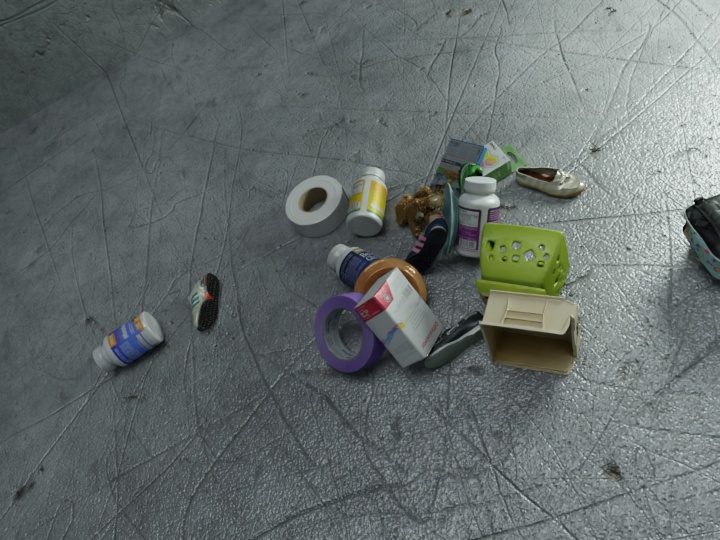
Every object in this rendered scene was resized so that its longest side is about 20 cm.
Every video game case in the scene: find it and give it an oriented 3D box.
[{"bbox_3d":[0.279,-0.284,1.763,0.143,0.018,0.202,29,97,47],"label":"video game case"}]

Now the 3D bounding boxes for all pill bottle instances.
[{"bbox_3d":[0.023,-0.216,1.835,0.112,0.113,0.202,-4,57,20],"label":"pill bottle"},{"bbox_3d":[-0.727,0.227,1.859,0.199,0.112,0.112,-33,51,-2],"label":"pill bottle"},{"bbox_3d":[0.314,-0.144,1.594,0.111,0.202,0.112,1,20,0],"label":"pill bottle"},{"bbox_3d":[0.000,0.000,1.699,0.199,0.111,0.111,30,73,35],"label":"pill bottle"}]

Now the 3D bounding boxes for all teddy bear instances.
[{"bbox_3d":[0.182,-0.173,1.736,0.199,0.066,0.147,-24,77,57],"label":"teddy bear"}]

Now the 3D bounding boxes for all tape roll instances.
[{"bbox_3d":[-0.140,-0.209,1.928,0.200,0.071,0.204,-12,53,16],"label":"tape roll"},{"bbox_3d":[-0.028,0.161,1.560,0.198,0.065,0.203,6,100,36],"label":"tape roll"}]

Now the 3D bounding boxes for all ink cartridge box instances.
[{"bbox_3d":[0.385,-0.317,1.780,0.199,0.059,0.104,-30,51,2],"label":"ink cartridge box"},{"bbox_3d":[0.099,0.117,1.492,0.085,0.201,0.148,-31,10,39],"label":"ink cartridge box"}]

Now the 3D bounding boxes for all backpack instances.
[{"bbox_3d":[0.853,-0.071,1.354,0.176,0.151,0.201,-22,45,11],"label":"backpack"}]

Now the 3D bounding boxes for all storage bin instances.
[{"bbox_3d":[0.395,0.145,1.375,0.197,0.201,0.094,6,58,26],"label":"storage bin"}]

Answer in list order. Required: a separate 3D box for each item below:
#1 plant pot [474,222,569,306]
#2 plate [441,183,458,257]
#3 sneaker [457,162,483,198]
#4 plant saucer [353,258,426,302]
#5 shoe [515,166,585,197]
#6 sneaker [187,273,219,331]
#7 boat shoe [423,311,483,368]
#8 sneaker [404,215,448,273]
[{"bbox_3d":[0.394,0.017,1.470,0.197,0.200,0.183,9,69,28],"label":"plant pot"},{"bbox_3d":[0.247,-0.138,1.641,0.025,0.201,0.202,1,56,1],"label":"plate"},{"bbox_3d":[0.311,-0.200,1.669,0.077,0.203,0.085,-7,8,-7],"label":"sneaker"},{"bbox_3d":[0.080,0.069,1.586,0.198,0.037,0.203,0,95,-1],"label":"plant saucer"},{"bbox_3d":[0.530,-0.255,1.679,0.198,0.054,0.070,17,66,31],"label":"shoe"},{"bbox_3d":[-0.504,0.109,1.882,0.093,0.070,0.202,-22,52,31],"label":"sneaker"},{"bbox_3d":[0.236,0.175,1.509,0.199,0.076,0.060,-27,51,-11],"label":"boat shoe"},{"bbox_3d":[0.183,-0.068,1.650,0.200,0.070,0.082,-52,16,41],"label":"sneaker"}]
